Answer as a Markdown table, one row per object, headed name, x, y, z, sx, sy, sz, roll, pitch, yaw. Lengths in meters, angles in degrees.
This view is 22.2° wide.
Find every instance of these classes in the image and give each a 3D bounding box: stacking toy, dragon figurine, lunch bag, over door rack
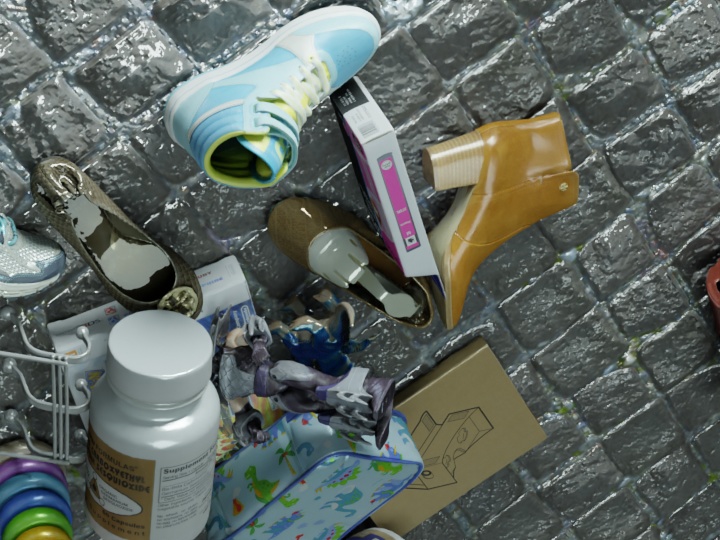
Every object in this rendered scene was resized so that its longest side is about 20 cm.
| name | x | y | z | sx | sy | sz | roll | pitch | yaw |
| --- | --- | --- | --- | --- | --- | --- | --- | --- | --- |
| stacking toy | -0.284 | 0.243 | 1.631 | 0.085 | 0.200 | 0.086 | -12 | 128 | -16 |
| dragon figurine | -0.023 | 0.068 | 1.668 | 0.099 | 0.200 | 0.059 | 44 | 60 | -17 |
| lunch bag | -0.048 | 0.202 | 1.744 | 0.160 | 0.083 | 0.200 | 14 | 134 | -45 |
| over door rack | -0.333 | 0.102 | 1.590 | 0.198 | 0.067 | 0.148 | 0 | 134 | -8 |

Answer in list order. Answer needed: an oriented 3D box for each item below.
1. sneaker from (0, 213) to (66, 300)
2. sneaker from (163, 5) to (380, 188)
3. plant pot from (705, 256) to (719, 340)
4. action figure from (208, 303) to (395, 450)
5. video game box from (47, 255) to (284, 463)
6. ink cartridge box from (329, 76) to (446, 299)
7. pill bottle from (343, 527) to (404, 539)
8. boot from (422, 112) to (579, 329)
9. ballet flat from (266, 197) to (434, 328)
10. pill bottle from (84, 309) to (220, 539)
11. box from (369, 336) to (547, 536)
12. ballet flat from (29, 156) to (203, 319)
| name | x | y | z | sx | sy | sz | roll | pitch | yaw |
| --- | --- | --- | --- | --- | --- | --- | --- | --- | --- |
| sneaker | -0.328 | -0.036 | 1.495 | 0.199 | 0.078 | 0.087 | 12 | 115 | -30 |
| sneaker | -0.056 | -0.134 | 1.510 | 0.199 | 0.131 | 0.080 | -30 | 129 | -2 |
| plant pot | 0.447 | 0.067 | 1.852 | 0.200 | 0.201 | 0.196 | -29 | 122 | -2 |
| action figure | -0.069 | 0.100 | 1.613 | 0.199 | 0.070 | 0.131 | 13 | 134 | 12 |
| video game box | -0.172 | 0.102 | 1.683 | 0.181 | 0.047 | 0.201 | -20 | 129 | -7 |
| ink cartridge box | 0.025 | -0.066 | 1.617 | 0.037 | 0.095 | 0.201 | -26 | 130 | -4 |
| pill bottle | -0.033 | 0.341 | 1.826 | 0.199 | 0.115 | 0.116 | -20 | 135 | -44 |
| boot | 0.133 | -0.044 | 1.696 | 0.143 | 0.071 | 0.202 | -11 | 122 | -13 |
| ballet flat | 0.000 | 0.000 | 1.668 | 0.068 | 0.072 | 0.200 | -47 | 128 | 9 |
| pill bottle | -0.180 | 0.139 | 1.596 | 0.114 | 0.115 | 0.201 | -6 | 130 | -20 |
| box | 0.076 | 0.175 | 1.861 | 0.199 | 0.021 | 0.164 | -34 | 130 | 1 |
| ballet flat | -0.204 | -0.019 | 1.556 | 0.067 | 0.046 | 0.200 | -42 | 117 | -3 |
